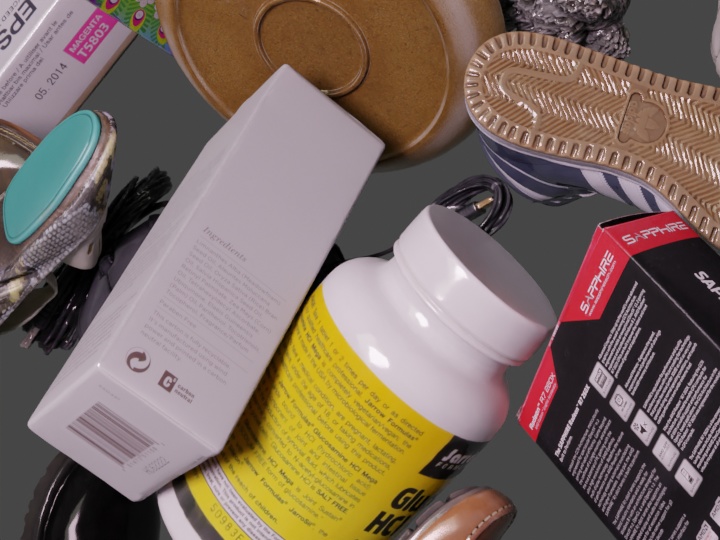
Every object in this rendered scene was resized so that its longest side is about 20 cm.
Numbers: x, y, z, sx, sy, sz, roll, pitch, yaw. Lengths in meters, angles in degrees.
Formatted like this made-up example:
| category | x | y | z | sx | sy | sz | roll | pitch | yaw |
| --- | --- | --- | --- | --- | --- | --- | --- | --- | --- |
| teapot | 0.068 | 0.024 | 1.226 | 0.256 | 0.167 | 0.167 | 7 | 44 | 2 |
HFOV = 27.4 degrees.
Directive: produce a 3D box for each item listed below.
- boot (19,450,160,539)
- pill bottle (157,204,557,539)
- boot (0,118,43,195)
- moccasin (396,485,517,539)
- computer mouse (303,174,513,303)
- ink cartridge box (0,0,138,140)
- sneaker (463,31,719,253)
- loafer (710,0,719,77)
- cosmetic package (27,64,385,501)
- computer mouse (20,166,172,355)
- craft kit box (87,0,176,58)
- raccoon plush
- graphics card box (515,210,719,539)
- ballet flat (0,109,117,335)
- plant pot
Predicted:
| category | x | y | z | sx | sy | sz | roll | pitch | yaw |
| --- | --- | --- | --- | --- | --- | --- | --- | --- | --- |
| boot | -0.105 | 0.198 | 0.777 | 0.157 | 0.079 | 0.214 | 1 | 85 | 40 |
| pill bottle | 0.000 | 0.069 | 0.724 | 0.200 | 0.112 | 0.113 | -48 | 55 | 18 |
| boot | -0.259 | -0.045 | 0.903 | 0.198 | 0.075 | 0.097 | 19 | 57 | 16 |
| moccasin | 0.023 | 0.198 | 0.701 | 0.077 | 0.074 | 0.203 | 28 | 87 | 27 |
| computer mouse | 0.000 | 0.000 | 0.801 | 0.199 | 0.034 | 0.059 | -21 | 49 | 31 |
| ink cartridge box | -0.221 | -0.197 | 0.994 | 0.200 | 0.075 | 0.165 | -49 | 54 | 8 |
| sneaker | 0.143 | -0.051 | 0.718 | 0.198 | 0.109 | 0.071 | 25 | 85 | 6 |
| loafer | 0.214 | -0.167 | 0.659 | 0.201 | 0.069 | 0.070 | 120 | 156 | -43 |
| cosmetic package | -0.074 | 0.005 | 0.734 | 0.101 | 0.071 | 0.201 | -35 | 23 | 53 |
| computer mouse | -0.134 | 0.020 | 0.847 | 0.139 | 0.053 | 0.200 | -53 | 39 | 3 |
| craft kit box | -0.070 | -0.215 | 0.826 | 0.048 | 0.197 | 0.201 | 41 | 98 | 33 |
| raccoon plush | 0.056 | -0.131 | 0.793 | 0.200 | 0.096 | 0.135 | -45 | 63 | 26 |
| graphics card box | 0.158 | 0.084 | 0.629 | 0.200 | 0.050 | 0.126 | 51 | 138 | 36 |
| ballet flat | -0.191 | -0.014 | 0.855 | 0.200 | 0.072 | 0.072 | -41 | 56 | 21 |
| plant pot | -0.023 | -0.123 | 0.769 | 0.198 | 0.201 | 0.028 | -5 | 40 | 32 |
